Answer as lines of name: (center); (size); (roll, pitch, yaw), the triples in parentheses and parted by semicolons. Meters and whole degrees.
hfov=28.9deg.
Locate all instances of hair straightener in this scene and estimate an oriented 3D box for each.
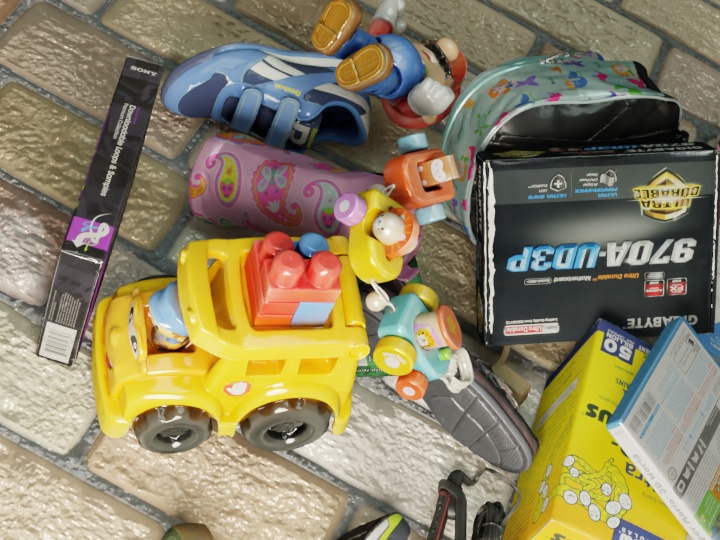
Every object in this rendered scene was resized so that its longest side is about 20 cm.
hair straightener: (0.083, 0.215, 1.042); (0.077, 0.041, 0.200); (8, 31, 10)

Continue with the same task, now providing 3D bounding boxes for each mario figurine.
mario figurine: (0.043, -0.191, 1.227); (0.200, 0.106, 0.124); (8, 82, -64)

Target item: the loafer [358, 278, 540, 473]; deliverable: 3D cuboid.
loafer: (0.073, 0.076, 1.123); (0.200, 0.072, 0.063); (42, 55, 4)

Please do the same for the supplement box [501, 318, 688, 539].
supplement box: (0.196, 0.160, 1.110); (0.108, 0.110, 0.200); (25, 51, -4)

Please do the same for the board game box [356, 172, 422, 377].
board game box: (0.000, 0.000, 1.199); (0.104, 0.023, 0.201); (2, 56, -22)

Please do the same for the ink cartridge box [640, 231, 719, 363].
ink cartridge box: (0.326, 0.015, 1.294); (0.116, 0.067, 0.200); (36, 51, 5)

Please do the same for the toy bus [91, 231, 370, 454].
toy bus: (-0.090, 0.037, 1.025); (0.199, 0.192, 0.136); (-1, 58, -17)

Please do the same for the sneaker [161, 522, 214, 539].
sneaker: (-0.136, 0.262, 0.925); (0.089, 0.067, 0.201); (6, 58, -25)

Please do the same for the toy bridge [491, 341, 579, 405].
toy bridge: (0.166, 0.044, 1.229); (0.067, 0.027, 0.200); (37, 53, 19)

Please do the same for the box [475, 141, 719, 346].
box: (0.195, -0.023, 1.163); (0.199, 0.160, 0.046); (-2, 15, -5)

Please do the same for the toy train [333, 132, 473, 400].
toy train: (0.052, -0.007, 1.029); (0.150, 0.055, 0.201); (-7, 83, -54)

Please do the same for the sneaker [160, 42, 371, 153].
sneaker: (-0.078, -0.150, 1.242); (0.199, 0.074, 0.083); (-2, 59, -23)

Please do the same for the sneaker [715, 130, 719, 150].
sneaker: (0.460, -0.103, 1.419); (0.199, 0.095, 0.079); (30, 52, 1)

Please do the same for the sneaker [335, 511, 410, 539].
sneaker: (-0.009, 0.258, 0.992); (0.081, 0.074, 0.200); (44, 49, -13)

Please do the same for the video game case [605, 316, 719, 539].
video game case: (0.278, 0.152, 1.078); (0.200, 0.018, 0.143); (51, 45, -8)

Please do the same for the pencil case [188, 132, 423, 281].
pencil case: (-0.042, -0.053, 1.137); (0.199, 0.088, 0.087); (18, 46, 24)

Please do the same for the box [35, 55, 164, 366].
box: (-0.200, -0.047, 1.072); (0.036, 0.143, 0.201); (18, 51, -8)

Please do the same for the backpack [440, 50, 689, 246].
backpack: (0.167, -0.103, 1.247); (0.199, 0.178, 0.151); (-10, 38, -22)
